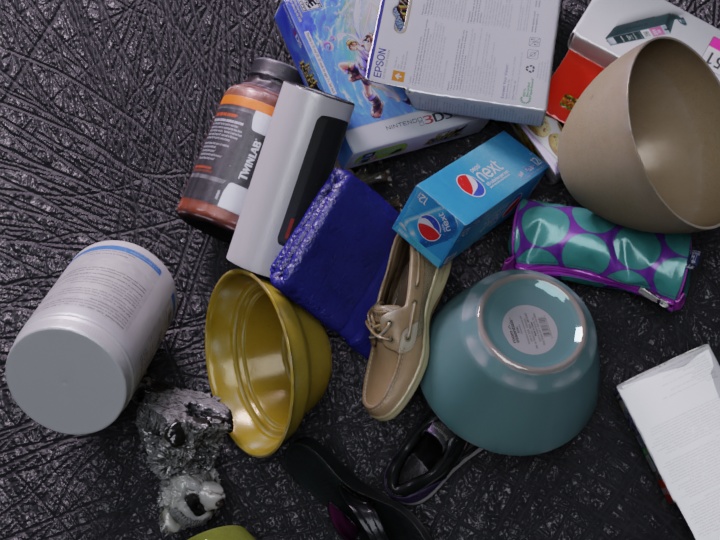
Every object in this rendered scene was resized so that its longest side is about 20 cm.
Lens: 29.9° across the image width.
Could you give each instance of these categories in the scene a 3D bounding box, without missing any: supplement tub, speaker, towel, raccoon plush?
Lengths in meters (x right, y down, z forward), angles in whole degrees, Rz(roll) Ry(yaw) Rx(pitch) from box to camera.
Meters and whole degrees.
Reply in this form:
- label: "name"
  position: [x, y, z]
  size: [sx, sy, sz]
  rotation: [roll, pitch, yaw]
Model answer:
- label: "supplement tub"
  position: [-0.122, -0.133, 1.501]
  size: [0.107, 0.107, 0.201]
  rotation: [19, 81, 10]
- label: "supplement tub"
  position: [-0.277, 0.065, 1.415]
  size: [0.131, 0.200, 0.132]
  rotation: [4, 117, 8]
- label: "speaker"
  position: [-0.074, -0.092, 1.411]
  size: [0.081, 0.081, 0.201]
  rotation: [21, 98, 10]
- label: "towel"
  position: [0.000, 0.000, 1.427]
  size: [0.049, 0.200, 0.148]
  rotation: [18, 74, 48]
- label: "raccoon plush"
  position: [-0.209, 0.194, 1.471]
  size: [0.200, 0.097, 0.134]
  rotation: [35, 118, 50]

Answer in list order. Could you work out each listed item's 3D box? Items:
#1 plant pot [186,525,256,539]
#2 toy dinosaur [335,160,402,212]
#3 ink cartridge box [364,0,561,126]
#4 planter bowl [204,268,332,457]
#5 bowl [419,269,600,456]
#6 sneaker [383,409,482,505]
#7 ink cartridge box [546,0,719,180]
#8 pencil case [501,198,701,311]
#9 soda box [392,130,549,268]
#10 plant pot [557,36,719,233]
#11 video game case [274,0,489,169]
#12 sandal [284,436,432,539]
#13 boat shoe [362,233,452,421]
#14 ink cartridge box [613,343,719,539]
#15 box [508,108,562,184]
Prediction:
- label: "plant pot"
  position: [-0.124, 0.371, 1.374]
  size: [0.187, 0.187, 0.200]
  rotation: [-27, 62, 0]
- label: "toy dinosaur"
  position: [-0.012, -0.077, 1.494]
  size: [0.102, 0.077, 0.201]
  rotation: [-18, 80, -5]
- label: "ink cartridge box"
  position: [0.117, -0.263, 1.487]
  size: [0.199, 0.041, 0.200]
  rotation: [11, 64, 3]
- label: "planter bowl"
  position: [-0.087, 0.094, 1.439]
  size: [0.083, 0.200, 0.201]
  rotation: [-6, 74, -32]
- label: "bowl"
  position: [0.165, 0.078, 1.390]
  size: [0.200, 0.105, 0.201]
  rotation: [5, 57, -8]
- label: "sneaker"
  position: [0.103, 0.167, 1.422]
  size: [0.076, 0.088, 0.200]
  rotation: [39, 84, 13]
- label: "ink cartridge box"
  position: [0.318, -0.209, 1.483]
  size: [0.200, 0.044, 0.174]
  rotation: [30, 73, 7]
- label: "pencil case"
  position: [0.258, -0.016, 1.446]
  size: [0.199, 0.085, 0.093]
  rotation: [12, 57, 9]
- label: "soda box"
  position: [0.119, -0.078, 1.423]
  size: [0.068, 0.200, 0.064]
  rotation: [40, 127, 13]
- label: "plant pot"
  position: [0.284, -0.124, 1.395]
  size: [0.134, 0.200, 0.201]
  rotation: [-18, 72, 45]
- label: "video game case"
  position: [0.026, -0.228, 1.500]
  size: [0.181, 0.045, 0.200]
  rotation: [-18, 75, -26]
- label: "sandal"
  position: [-0.008, 0.258, 1.421]
  size: [0.200, 0.075, 0.048]
  rotation: [35, 42, 19]
- label: "boat shoe"
  position: [0.034, 0.055, 1.398]
  size: [0.071, 0.064, 0.201]
  rotation: [2, 73, 51]
- label: "ink cartridge box"
  position: [0.358, 0.190, 1.410]
  size: [0.109, 0.050, 0.200]
  rotation: [-25, 78, 0]
- label: "box"
  position: [0.178, -0.189, 1.515]
  size: [0.041, 0.039, 0.200]
  rotation: [-31, 76, -4]
